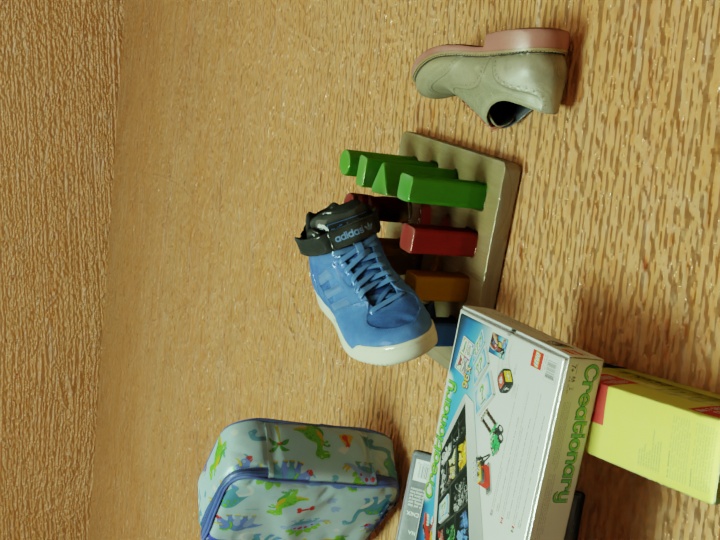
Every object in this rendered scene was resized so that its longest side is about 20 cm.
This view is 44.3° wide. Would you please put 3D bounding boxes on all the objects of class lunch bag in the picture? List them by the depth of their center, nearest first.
[{"bbox_3d":[-0.066,0.234,0.931,0.083,0.197,0.162,-101,30,-41],"label":"lunch bag"}]

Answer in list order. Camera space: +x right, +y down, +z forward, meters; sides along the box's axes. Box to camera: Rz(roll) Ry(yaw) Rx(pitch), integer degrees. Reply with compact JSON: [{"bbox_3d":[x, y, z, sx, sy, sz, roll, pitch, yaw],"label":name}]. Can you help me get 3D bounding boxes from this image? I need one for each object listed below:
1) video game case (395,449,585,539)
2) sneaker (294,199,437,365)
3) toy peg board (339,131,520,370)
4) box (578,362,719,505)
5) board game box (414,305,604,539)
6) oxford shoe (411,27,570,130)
[{"bbox_3d":[0.086,0.256,0.686,0.141,0.019,0.203,9,83,28],"label":"video game case"},{"bbox_3d":[-0.001,0.000,0.775,0.200,0.076,0.113,-137,30,-64],"label":"sneaker"},{"bbox_3d":[0.042,-0.024,0.850,0.200,0.096,0.202,-146,62,-61],"label":"toy peg board"},{"bbox_3d":[0.180,0.096,0.577,0.199,0.074,0.051,-166,81,-65],"label":"box"},{"bbox_3d":[0.096,0.138,0.619,0.126,0.034,0.203,27,109,61],"label":"board game box"},{"bbox_3d":[0.103,-0.160,0.771,0.199,0.069,0.076,-170,79,-65],"label":"oxford shoe"}]
